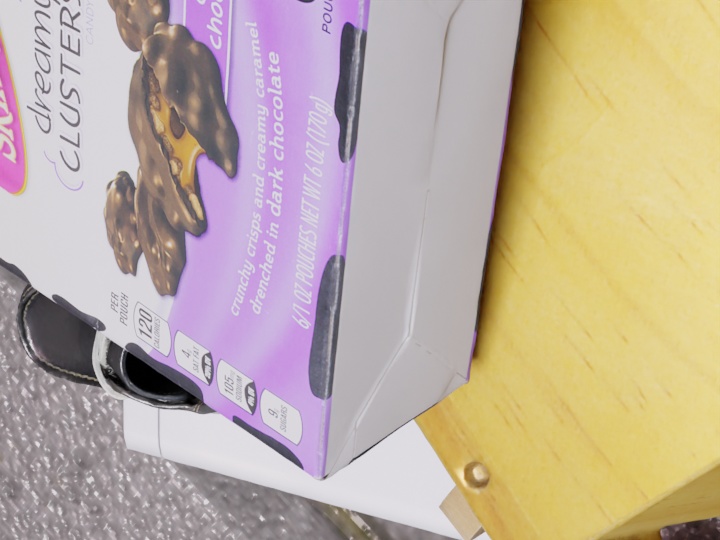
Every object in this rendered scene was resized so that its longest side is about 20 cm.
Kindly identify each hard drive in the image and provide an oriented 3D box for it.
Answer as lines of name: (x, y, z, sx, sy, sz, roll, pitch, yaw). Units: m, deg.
hard drive: (-0.006, 0.029, 0.857, 0.198, 0.027, 0.133, 12, 110, 26)

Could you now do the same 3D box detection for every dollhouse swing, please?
dollhouse swing: (0.131, -0.016, 0.679, 0.200, 0.175, 0.183, -37, 83, 33)

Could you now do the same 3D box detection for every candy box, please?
candy box: (-0.055, -0.065, 0.617, 0.199, 0.071, 0.169, 31, 132, 31)

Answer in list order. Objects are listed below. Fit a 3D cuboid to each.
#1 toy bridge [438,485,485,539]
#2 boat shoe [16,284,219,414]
toy bridge: (0.000, 0.000, 0.747, 0.200, 0.067, 0.027, 49, 135, 18)
boat shoe: (-0.076, 0.019, 0.827, 0.199, 0.067, 0.072, -1, 110, 46)
